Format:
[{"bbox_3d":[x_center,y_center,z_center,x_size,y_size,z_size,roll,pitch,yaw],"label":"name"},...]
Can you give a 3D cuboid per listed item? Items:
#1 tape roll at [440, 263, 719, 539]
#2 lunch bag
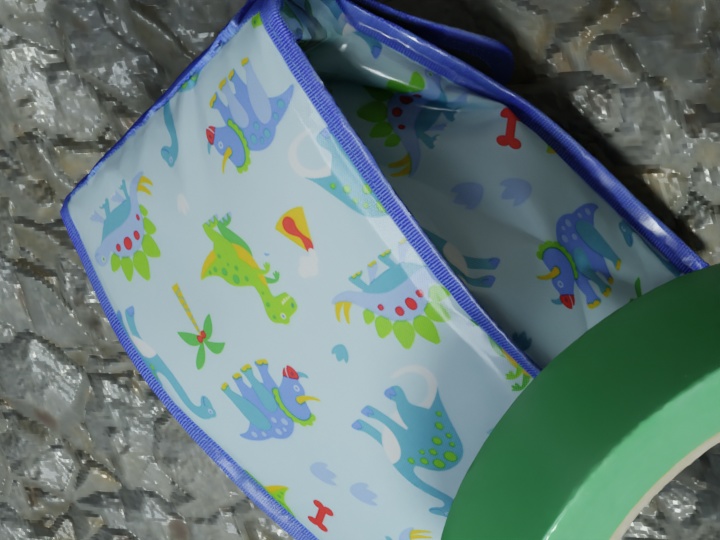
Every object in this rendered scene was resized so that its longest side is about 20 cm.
[{"bbox_3d":[0.122,0.092,0.841,0.048,0.200,0.201,46,146,46],"label":"tape roll"},{"bbox_3d":[0.000,0.000,0.910,0.200,0.128,0.170,41,136,-9],"label":"lunch bag"}]
